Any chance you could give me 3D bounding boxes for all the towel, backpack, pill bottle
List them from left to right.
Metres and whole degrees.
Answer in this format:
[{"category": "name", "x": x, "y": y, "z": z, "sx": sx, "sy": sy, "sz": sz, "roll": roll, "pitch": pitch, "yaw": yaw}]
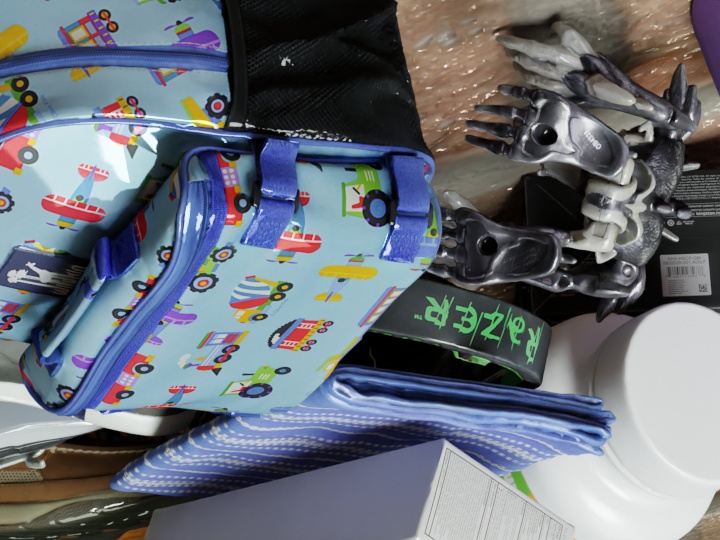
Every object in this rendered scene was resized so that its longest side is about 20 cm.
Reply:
[{"category": "backpack", "x": -0.094, "y": -0.033, "z": 0.854, "sx": 0.199, "sy": 0.135, "sz": 0.183, "roll": 6, "pitch": 146, "yaw": -36}, {"category": "towel", "x": -0.002, "y": 0.080, "z": 1.015, "sx": 0.144, "sy": 0.024, "sz": 0.200, "roll": 10, "pitch": 159, "yaw": -29}, {"category": "pill bottle", "x": 0.097, "y": 0.085, "z": 1.104, "sx": 0.110, "sy": 0.112, "sz": 0.200, "roll": -2, "pitch": 162, "yaw": -33}]

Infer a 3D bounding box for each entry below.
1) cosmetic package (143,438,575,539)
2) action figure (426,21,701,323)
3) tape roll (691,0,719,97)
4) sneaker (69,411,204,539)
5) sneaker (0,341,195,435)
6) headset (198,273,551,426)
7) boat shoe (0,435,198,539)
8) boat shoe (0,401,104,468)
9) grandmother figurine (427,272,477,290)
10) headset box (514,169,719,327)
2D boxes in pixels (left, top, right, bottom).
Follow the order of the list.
[{"category": "cosmetic package", "x": -0.008, "y": 0.126, "z": 1.025, "sx": 0.082, "sy": 0.051, "sz": 0.199, "roll": 37, "pitch": 146, "yaw": -29}, {"category": "action figure", "x": 0.083, "y": -0.041, "z": 0.990, "sx": 0.120, "sy": 0.101, "sz": 0.200, "roll": -67, "pitch": 162, "yaw": 9}, {"category": "tape roll", "x": 0.245, "y": -0.114, "z": 1.012, "sx": 0.198, "sy": 0.066, "sz": 0.200, "roll": -16, "pitch": 156, "yaw": -7}, {"category": "sneaker", "x": -0.123, "y": 0.095, "z": 1.198, "sx": 0.199, "sy": 0.078, "sz": 0.078, "roll": -25, "pitch": -159, "yaw": 5}, {"category": "sneaker", "x": -0.150, "y": 0.003, "z": 0.996, "sx": 0.198, "sy": 0.071, "sz": 0.100, "roll": 11, "pitch": 121, "yaw": -21}, {"category": "headset", "x": -0.008, "y": 0.038, "z": 1.002, "sx": 0.123, "sy": 0.095, "sz": 0.199, "roll": 18, "pitch": 169, "yaw": -32}, {"category": "boat shoe", "x": -0.174, "y": 0.093, "z": 1.136, "sx": 0.198, "sy": 0.075, "sz": 0.076, "roll": -7, "pitch": 168, "yaw": -1}, {"category": "boat shoe", "x": -0.164, "y": 0.059, "z": 1.082, "sx": 0.198, "sy": 0.074, "sz": 0.068, "roll": -26, "pitch": 175, "yaw": -16}, {"category": "grandmother figurine", "x": 0.000, "y": 0.000, "z": 1.106, "sx": 0.120, "sy": 0.061, "sz": 0.200, "roll": 9, "pitch": 161, "yaw": 6}, {"category": "headset box", "x": 0.153, "y": 0.025, "z": 1.203, "sx": 0.147, "sy": 0.078, "sz": 0.200, "roll": -2, "pitch": 158, "yaw": 2}]
